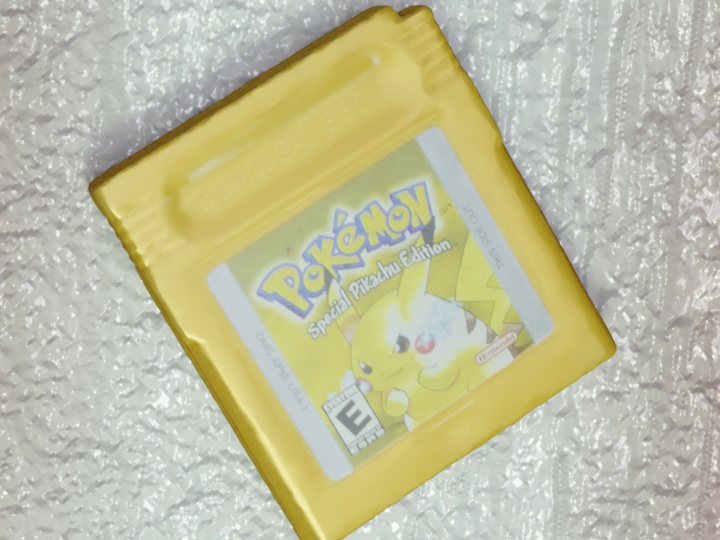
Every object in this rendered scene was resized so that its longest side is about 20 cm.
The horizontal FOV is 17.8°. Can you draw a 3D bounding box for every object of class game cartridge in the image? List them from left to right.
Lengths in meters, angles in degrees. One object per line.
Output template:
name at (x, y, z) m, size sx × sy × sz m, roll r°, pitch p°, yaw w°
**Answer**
game cartridge at (0.000, 0.000, 1.051) m, size 0.176 × 0.032 × 0.200 m, roll -33°, pitch 106°, yaw -11°
